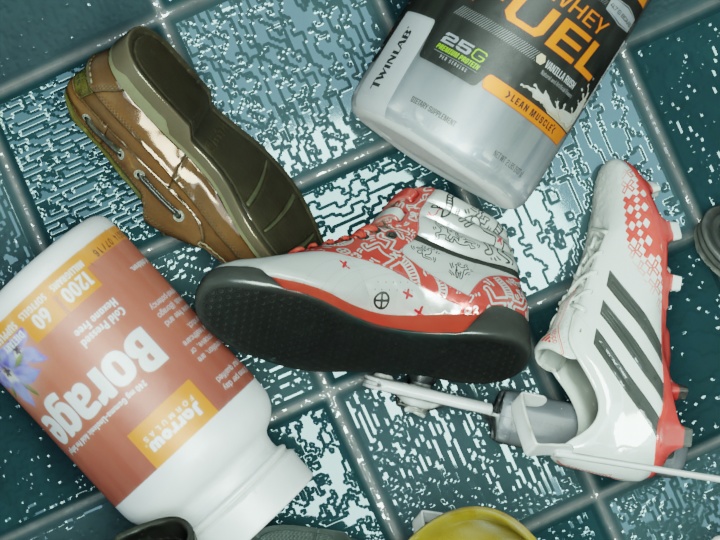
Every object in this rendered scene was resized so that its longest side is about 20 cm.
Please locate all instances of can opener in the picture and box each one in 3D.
[{"bbox_3d":[0.100,0.073,1.246,0.199,0.053,0.067,12,88,-2],"label":"can opener"}]

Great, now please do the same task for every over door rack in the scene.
[{"bbox_3d":[0.145,0.159,1.179,0.200,0.148,0.067,19,47,-15],"label":"over door rack"}]

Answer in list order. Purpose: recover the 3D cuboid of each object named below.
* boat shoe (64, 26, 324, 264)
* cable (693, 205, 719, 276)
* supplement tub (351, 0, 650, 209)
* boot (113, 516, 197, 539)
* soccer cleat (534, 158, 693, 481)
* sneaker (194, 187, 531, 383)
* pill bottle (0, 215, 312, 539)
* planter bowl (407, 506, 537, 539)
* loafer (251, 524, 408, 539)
[{"bbox_3d":[-0.096,-0.051,1.243,0.068,0.072,0.200,-32,99,28],"label":"boat shoe"},{"bbox_3d":[0.283,0.039,1.249,0.200,0.050,0.097,25,59,6],"label":"cable"},{"bbox_3d":[0.093,-0.148,1.214,0.122,0.123,0.200,31,89,-1],"label":"supplement tub"},{"bbox_3d":[-0.156,0.212,1.190,0.200,0.068,0.131,-28,130,12],"label":"boot"},{"bbox_3d":[0.142,0.026,1.217,0.085,0.069,0.201,2,70,-12],"label":"soccer cleat"},{"bbox_3d":[0.000,0.001,1.212,0.201,0.067,0.108,9,48,-15],"label":"sneaker"},{"bbox_3d":[-0.125,0.075,1.212,0.112,0.112,0.200,-43,90,-1],"label":"pill bottle"},{"bbox_3d":[0.079,0.236,1.136,0.083,0.200,0.201,18,89,-32],"label":"planter bowl"},{"bbox_3d":[0.022,0.202,1.246,0.199,0.072,0.063,14,133,-4],"label":"loafer"}]
